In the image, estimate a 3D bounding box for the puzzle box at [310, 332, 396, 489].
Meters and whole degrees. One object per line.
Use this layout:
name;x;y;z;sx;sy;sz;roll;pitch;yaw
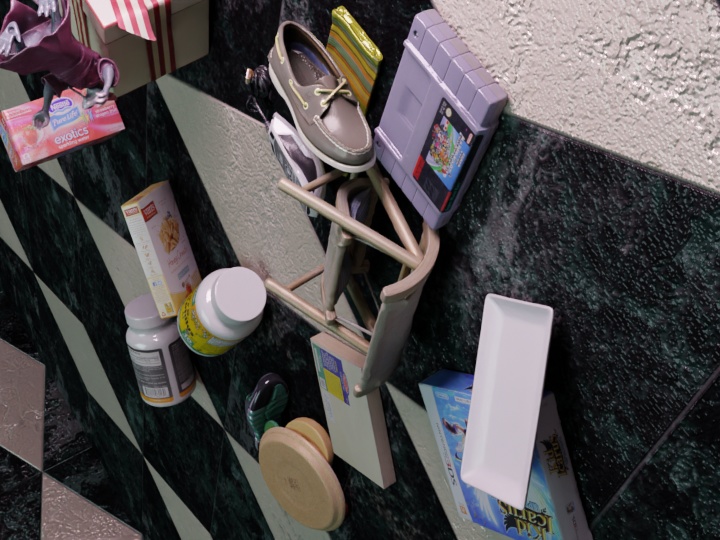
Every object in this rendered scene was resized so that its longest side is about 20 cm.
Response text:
puzzle box;-0.010;0.199;1.473;0.132;0.025;0.204;26;133;51

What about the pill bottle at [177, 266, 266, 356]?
pill bottle;-0.217;0.063;1.634;0.114;0.111;0.200;63;152;4

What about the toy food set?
toy food set;-0.095;0.334;1.679;0.196;0.048;0.203;-15;105;50

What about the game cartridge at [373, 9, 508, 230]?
game cartridge;0.074;-0.146;1.050;0.131;0.038;0.201;57;152;24

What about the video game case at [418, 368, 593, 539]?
video game case;0.160;0.215;1.168;0.199;0.045;0.185;5;116;59

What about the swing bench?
swing bench;0.000;0.000;1.197;0.200;0.129;0.201;46;146;22

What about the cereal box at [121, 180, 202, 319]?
cereal box;-0.332;-0.038;1.746;0.144;0.039;0.204;-62;-42;-68

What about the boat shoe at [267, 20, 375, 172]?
boat shoe;-0.043;-0.192;1.134;0.203;0.071;0.061;57;154;29

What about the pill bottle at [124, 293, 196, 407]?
pill bottle;-0.392;0.154;2.009;0.116;0.115;0.204;29;135;48

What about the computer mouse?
computer mouse;-0.087;-0.159;1.289;0.202;0.043;0.110;62;167;14

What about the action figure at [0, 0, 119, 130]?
action figure;-0.373;-0.268;1.290;0.200;0.131;0.152;37;-132;-67

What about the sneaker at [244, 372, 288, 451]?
sneaker;-0.171;0.221;1.723;0.088;0.073;0.202;53;151;31

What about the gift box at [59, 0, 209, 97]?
gift box;-0.291;-0.362;1.370;0.201;0.183;0.187;50;159;15

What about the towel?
towel;-0.022;-0.201;1.189;0.087;0.018;0.201;54;151;23

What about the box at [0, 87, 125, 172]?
box;-0.537;-0.262;1.844;0.094;0.197;0.104;-7;105;62

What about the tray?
tray;0.155;0.132;1.060;0.107;0.022;0.205;13;96;57
